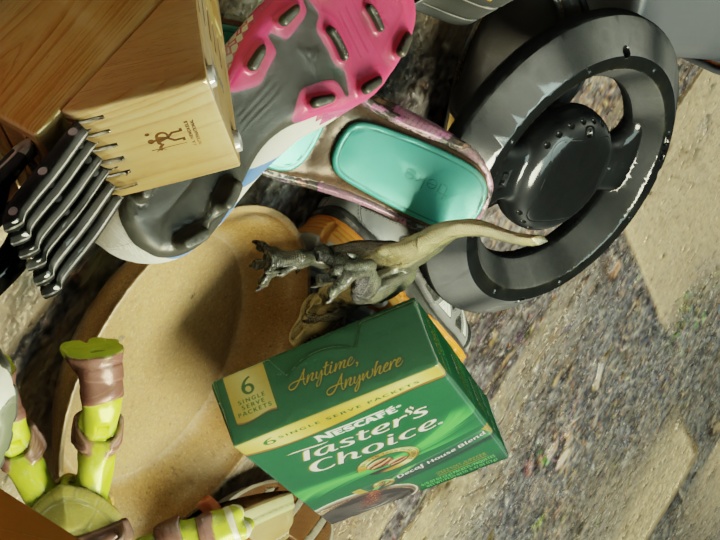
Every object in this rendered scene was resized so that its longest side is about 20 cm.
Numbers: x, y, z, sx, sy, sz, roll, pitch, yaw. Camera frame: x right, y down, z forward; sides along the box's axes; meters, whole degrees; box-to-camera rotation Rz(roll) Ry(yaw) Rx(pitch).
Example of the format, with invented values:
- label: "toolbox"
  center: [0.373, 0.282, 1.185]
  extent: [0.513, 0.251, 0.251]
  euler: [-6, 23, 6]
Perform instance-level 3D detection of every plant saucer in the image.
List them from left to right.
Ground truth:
- label: "plant saucer"
  center: [-0.102, 0.051, 1.139]
  extent: [0.200, 0.035, 0.200]
  euler: [-41, 145, -36]

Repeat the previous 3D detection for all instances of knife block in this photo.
- label: "knife block"
  center: [-0.147, -0.081, 0.942]
  extent: [0.064, 0.175, 0.200]
  euler: [72, 7, -54]

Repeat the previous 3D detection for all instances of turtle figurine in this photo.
- label: "turtle figurine"
  center: [-0.149, 0.120, 1.030]
  extent: [0.064, 0.200, 0.162]
  euler: [-76, 157, -73]

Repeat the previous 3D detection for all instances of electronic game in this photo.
- label: "electronic game"
  center: [0.110, -0.061, 1.232]
  extent: [0.200, 0.042, 0.200]
  euler: [-29, 141, -28]

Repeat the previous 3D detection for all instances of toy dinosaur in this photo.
- label: "toy dinosaur"
  center: [0.000, 0.000, 1.114]
  extent: [0.088, 0.200, 0.048]
  euler: [0, 76, -35]

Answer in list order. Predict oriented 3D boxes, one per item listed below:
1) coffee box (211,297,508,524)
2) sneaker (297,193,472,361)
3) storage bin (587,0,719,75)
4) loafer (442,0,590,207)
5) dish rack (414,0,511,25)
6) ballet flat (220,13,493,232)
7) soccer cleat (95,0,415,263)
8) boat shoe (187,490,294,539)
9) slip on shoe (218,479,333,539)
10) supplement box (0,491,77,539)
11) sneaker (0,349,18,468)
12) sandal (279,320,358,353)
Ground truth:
- label: "coffee box"
  center: [0.005, 0.085, 1.195]
  extent: [0.123, 0.044, 0.200]
  euler: [-21, 157, 6]
- label: "sneaker"
  center: [0.028, -0.002, 1.273]
  extent: [0.077, 0.078, 0.200]
  euler: [-64, 154, -14]
- label: "storage bin"
  center: [0.203, -0.218, 1.324]
  extent: [0.134, 0.145, 0.200]
  euler: [-10, 123, -44]
- label: "loafer"
  center: [0.086, -0.101, 1.249]
  extent: [0.072, 0.073, 0.200]
  euler: [-53, 162, -35]
- label: "dish rack"
  center: [0.092, -0.228, 1.135]
  extent: [0.200, 0.055, 0.153]
  euler: [-66, -167, -9]
- label: "ballet flat"
  center: [-0.022, -0.077, 1.100]
  extent: [0.200, 0.071, 0.069]
  euler: [24, 101, -24]
- label: "soccer cleat"
  center: [-0.060, -0.080, 1.015]
  extent: [0.200, 0.086, 0.070]
  euler: [-44, 114, -25]
- label: "boat shoe"
  center: [-0.109, 0.181, 1.172]
  extent: [0.200, 0.073, 0.063]
  euler: [-28, 96, -38]
- label: "slip on shoe"
  center: [-0.093, 0.196, 1.262]
  extent: [0.061, 0.076, 0.200]
  euler: [-34, -170, 47]
- label: "supplement box"
  center: [-0.240, 0.162, 0.817]
  extent: [0.133, 0.197, 0.200]
  euler: [-6, 119, -57]
- label: "sneaker"
  center: [-0.226, 0.119, 0.972]
  extent: [0.089, 0.077, 0.200]
  euler: [2, 108, -45]
- label: "sandal"
  center: [0.001, 0.087, 1.302]
  extent: [0.075, 0.045, 0.200]
  euler: [-19, 150, 5]
